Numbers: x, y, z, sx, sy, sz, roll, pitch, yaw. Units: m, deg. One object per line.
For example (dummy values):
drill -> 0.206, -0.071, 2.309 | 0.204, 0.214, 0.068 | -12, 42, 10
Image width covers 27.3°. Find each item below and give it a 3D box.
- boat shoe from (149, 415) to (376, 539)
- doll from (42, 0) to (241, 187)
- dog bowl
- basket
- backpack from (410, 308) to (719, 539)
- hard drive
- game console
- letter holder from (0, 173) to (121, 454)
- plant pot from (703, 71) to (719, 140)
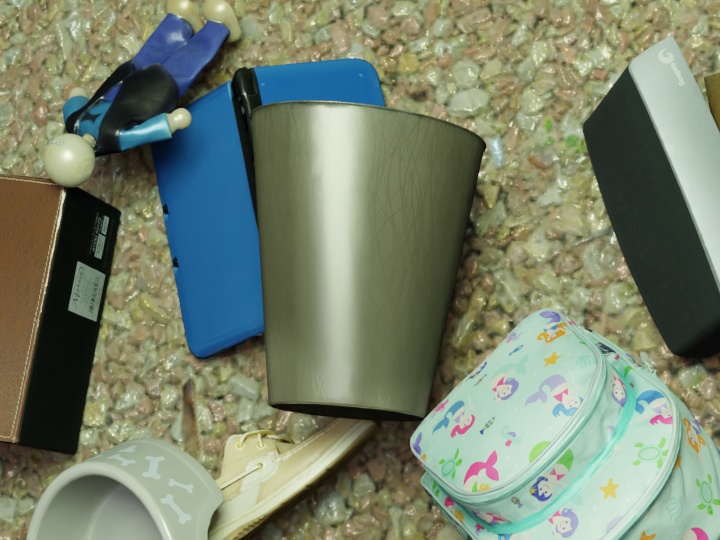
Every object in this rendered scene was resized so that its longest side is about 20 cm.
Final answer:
boat shoe -> -0.081, 0.154, 1.110 | 0.199, 0.074, 0.070 | -36, 79, 6
doll -> -0.178, -0.135, 1.156 | 0.135, 0.049, 0.201 | 10, 50, 34
dog bowl -> -0.172, 0.227, 1.087 | 0.198, 0.058, 0.203 | 0, 90, 39
basket -> 0.000, 0.000, 1.045 | 0.178, 0.136, 0.203 | 8, 80, -25
backpack -> 0.140, 0.134, 0.975 | 0.177, 0.151, 0.200 | -44, 32, 0
hard drive -> 0.219, -0.045, 1.040 | 0.042, 0.135, 0.202 | -14, 74, -17
game console -> -0.061, -0.049, 1.174 | 0.168, 0.118, 0.203 | -8, 76, -19
letter holder -> -0.289, 0.032, 1.175 | 0.140, 0.101, 0.203 | 7, 81, 17
plant pot -> 0.333, -0.041, 1.004 | 0.184, 0.186, 0.203 | -4, 94, 13
